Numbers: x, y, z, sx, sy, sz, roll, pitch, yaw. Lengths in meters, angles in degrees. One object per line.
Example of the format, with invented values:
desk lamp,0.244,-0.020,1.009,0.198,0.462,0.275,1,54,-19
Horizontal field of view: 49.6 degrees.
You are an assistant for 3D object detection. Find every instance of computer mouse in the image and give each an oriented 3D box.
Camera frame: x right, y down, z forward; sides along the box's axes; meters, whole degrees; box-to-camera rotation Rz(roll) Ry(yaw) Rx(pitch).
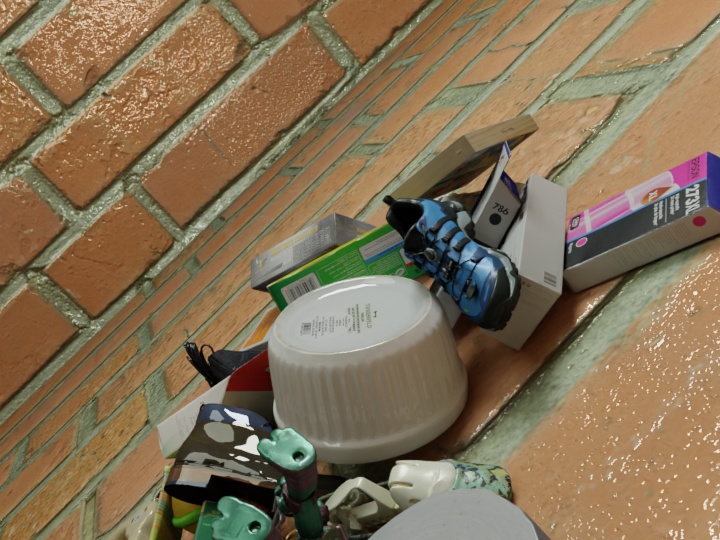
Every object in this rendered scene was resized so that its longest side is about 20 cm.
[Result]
computer mouse,-0.159,0.157,1.075,0.199,0.139,0.053,-6,40,42

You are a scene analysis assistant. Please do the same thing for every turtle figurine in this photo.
turtle figurine,-0.052,0.226,0.616,0.100,0.201,0.150,0,41,12

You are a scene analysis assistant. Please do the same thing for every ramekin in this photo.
ramekin,0.002,0.086,0.768,0.198,0.106,0.200,-10,24,5

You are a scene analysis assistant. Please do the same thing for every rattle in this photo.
rattle,-0.328,0.324,1.010,0.201,0.142,0.130,-56,3,-20

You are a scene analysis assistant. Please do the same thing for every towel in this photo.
towel,-0.218,0.314,0.820,0.018,0.086,0.201,0,45,5

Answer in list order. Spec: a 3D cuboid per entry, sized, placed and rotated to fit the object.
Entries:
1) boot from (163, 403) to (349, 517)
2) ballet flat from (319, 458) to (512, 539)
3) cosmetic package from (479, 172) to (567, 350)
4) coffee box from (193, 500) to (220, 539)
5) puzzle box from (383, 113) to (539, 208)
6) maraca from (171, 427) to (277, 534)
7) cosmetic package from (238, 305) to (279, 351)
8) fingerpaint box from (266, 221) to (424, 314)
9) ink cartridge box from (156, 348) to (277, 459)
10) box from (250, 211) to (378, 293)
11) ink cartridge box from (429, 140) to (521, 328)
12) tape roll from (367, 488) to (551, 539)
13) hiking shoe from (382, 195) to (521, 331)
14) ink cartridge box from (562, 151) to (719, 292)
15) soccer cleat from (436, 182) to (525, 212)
boot,-0.089,0.183,0.770,0.198,0.075,0.097,4,53,9
ballet flat,0.030,0.195,0.651,0.199,0.074,0.074,-31,21,31
cosmetic package,0.172,-0.016,0.812,0.200,0.050,0.083,-67,1,-53
coffee box,-0.145,0.317,0.685,0.200,0.044,0.124,-89,12,-66
puzzle box,0.126,-0.130,0.941,0.133,0.026,0.200,-37,-6,37
maraca,-0.135,0.224,0.880,0.137,0.107,0.200,-29,5,31
cosmetic package,-0.078,0.086,1.123,0.199,0.071,0.102,-25,25,42
fingerpaint box,0.000,0.000,0.932,0.199,0.074,0.167,-27,2,1
ink cartridge box,-0.120,0.160,0.935,0.199,0.050,0.161,-33,-23,24
box,-0.040,-0.009,1.128,0.199,0.158,0.049,-26,59,43
ink cartridge box,0.134,-0.041,0.870,0.100,0.039,0.201,-65,0,-70
tape roll,0.051,0.243,0.502,0.200,0.066,0.201,-38,19,15
hiking shoe,0.082,-0.008,0.752,0.200,0.086,0.075,-119,44,-57
ink cartridge box,0.284,-0.052,0.736,0.199,0.037,0.095,-26,25,37
soccer cleat,0.124,-0.072,1.026,0.199,0.086,0.070,-31,21,27
